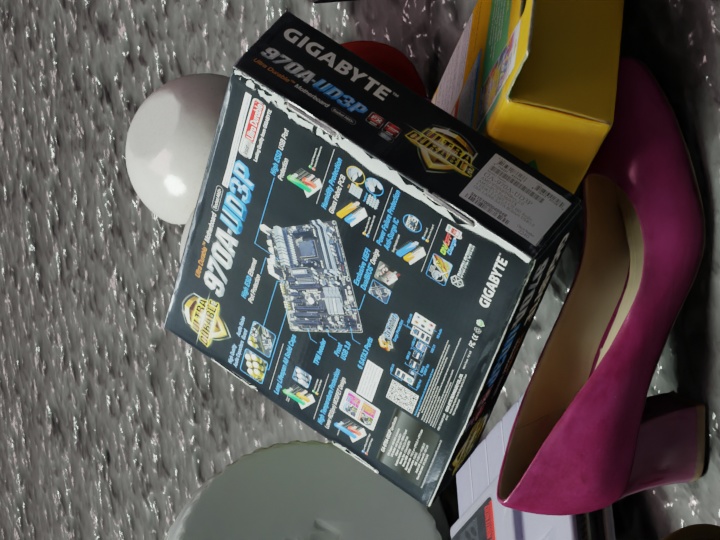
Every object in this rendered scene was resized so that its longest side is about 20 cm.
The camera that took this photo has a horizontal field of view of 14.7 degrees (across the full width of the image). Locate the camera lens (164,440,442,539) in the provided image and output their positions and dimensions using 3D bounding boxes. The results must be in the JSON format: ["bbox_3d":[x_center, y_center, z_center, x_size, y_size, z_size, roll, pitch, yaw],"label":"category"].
[{"bbox_3d":[-0.037,0.193,1.528,0.200,0.160,0.160,105,150,-66],"label":"camera lens"}]

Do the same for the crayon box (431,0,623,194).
[{"bbox_3d":[0.075,-0.081,1.267,0.200,0.052,0.126,113,168,-55],"label":"crayon box"}]

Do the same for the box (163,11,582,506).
[{"bbox_3d":[0.000,0.000,1.265,0.159,0.046,0.200,33,142,12],"label":"box"}]

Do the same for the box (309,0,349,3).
[{"bbox_3d":[0.013,-0.236,1.436,0.200,0.044,0.160,162,99,-68],"label":"box"}]

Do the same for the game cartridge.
[{"bbox_3d":[0.084,0.160,1.341,0.130,0.038,0.200,131,143,-50],"label":"game cartridge"}]

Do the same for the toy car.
[{"bbox_3d":[-0.011,-0.041,1.457,0.150,0.175,0.200,-47,43,16],"label":"toy car"}]

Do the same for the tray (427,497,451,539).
[{"bbox_3d":[-0.009,0.075,1.591,0.200,0.022,0.107,45,160,56],"label":"tray"}]

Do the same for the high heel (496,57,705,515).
[{"bbox_3d":[0.100,0.009,1.235,0.067,0.096,0.200,-177,79,-68],"label":"high heel"}]

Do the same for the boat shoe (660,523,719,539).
[{"bbox_3d":[0.097,0.190,1.202,0.073,0.200,0.065,47,156,23],"label":"boat shoe"}]
